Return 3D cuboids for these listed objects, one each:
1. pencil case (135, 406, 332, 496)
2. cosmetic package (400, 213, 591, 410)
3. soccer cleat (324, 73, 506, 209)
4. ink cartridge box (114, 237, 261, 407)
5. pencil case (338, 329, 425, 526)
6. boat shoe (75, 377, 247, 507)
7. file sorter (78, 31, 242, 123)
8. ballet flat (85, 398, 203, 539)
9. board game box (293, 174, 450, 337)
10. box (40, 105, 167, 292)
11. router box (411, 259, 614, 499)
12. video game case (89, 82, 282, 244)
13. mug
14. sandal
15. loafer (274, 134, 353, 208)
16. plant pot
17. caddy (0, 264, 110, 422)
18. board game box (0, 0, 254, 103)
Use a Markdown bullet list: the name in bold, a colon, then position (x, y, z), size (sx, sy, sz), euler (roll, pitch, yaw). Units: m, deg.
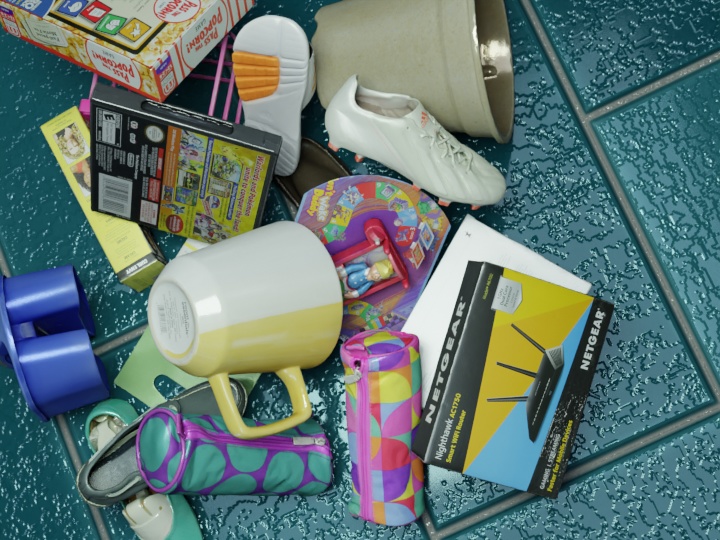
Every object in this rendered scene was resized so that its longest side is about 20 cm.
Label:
- **pencil case**: position (-0.122, 0.182, 1.132), size (0.092, 0.199, 0.086), euler (-40, 55, 37)
- **cosmetic package**: position (0.128, 0.066, 1.187), size (0.150, 0.052, 0.201), euler (30, 87, 8)
- **soccer cleat**: position (0.061, -0.124, 1.110), size (0.198, 0.070, 0.078), euler (23, 126, -10)
- **ink cartridge box**: position (-0.165, 0.070, 1.228), size (0.145, 0.048, 0.201), euler (31, 84, 10)
- **pencil case**: position (0.021, 0.156, 1.138), size (0.087, 0.088, 0.202), euler (-3, 106, 7)
- **boat shoe**: position (-0.198, 0.172, 1.153), size (0.199, 0.062, 0.073), euler (-32, 81, -17)
- **file sorter**: position (-0.183, -0.181, 1.190), size (0.137, 0.200, 0.127), euler (9, 79, 9)
- **ballet flat**: position (-0.237, 0.229, 1.200), size (0.067, 0.070, 0.201), euler (-34, 79, 15)
- **board game box**: position (0.000, 0.000, 1.154), size (0.156, 0.039, 0.201), euler (14, 120, -15)
- **box**: position (-0.279, -0.078, 1.251), size (0.050, 0.075, 0.201), euler (-30, 78, 0)
- **router box**: position (0.149, 0.107, 1.112), size (0.148, 0.051, 0.202), euler (17, 89, -15)
- **video game case**: position (-0.179, -0.094, 1.125), size (0.179, 0.200, 0.026), euler (16, 60, -5)
- **mug**: position (-0.110, 0.048, 1.089), size (0.187, 0.152, 0.150), euler (51, 130, 27)
- **sandal**: position (-0.084, -0.186, 1.148), size (0.078, 0.208, 0.060), euler (19, 53, 8)
- **loafer**: position (-0.026, -0.077, 1.218), size (0.073, 0.071, 0.200), euler (-45, 79, -1)
- **plant pot**: position (0.053, -0.222, 1.183), size (0.181, 0.200, 0.203), euler (-6, 81, 18)
- **caddy**: position (-0.329, 0.078, 1.177), size (0.104, 0.200, 0.143), euler (-14, 75, -10)
- **board game box**: position (-0.225, -0.257, 1.081), size (0.199, 0.047, 0.152), euler (26, 61, 22)
